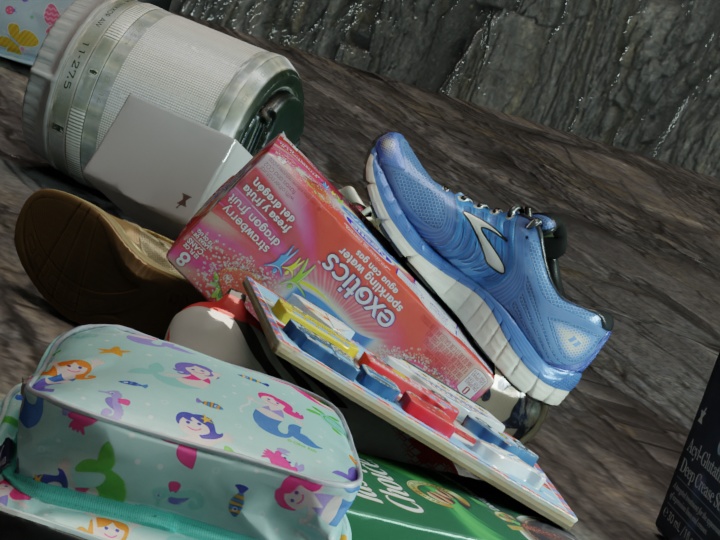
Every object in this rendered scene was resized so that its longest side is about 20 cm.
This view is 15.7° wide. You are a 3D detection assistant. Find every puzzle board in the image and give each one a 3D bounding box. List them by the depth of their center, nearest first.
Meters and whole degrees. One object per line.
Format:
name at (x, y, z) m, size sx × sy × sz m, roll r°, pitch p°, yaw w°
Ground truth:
puzzle board at (0.027, 0.069, 1.476) m, size 0.200 × 0.017 × 0.151 m, roll 32°, pitch 7°, yaw -15°

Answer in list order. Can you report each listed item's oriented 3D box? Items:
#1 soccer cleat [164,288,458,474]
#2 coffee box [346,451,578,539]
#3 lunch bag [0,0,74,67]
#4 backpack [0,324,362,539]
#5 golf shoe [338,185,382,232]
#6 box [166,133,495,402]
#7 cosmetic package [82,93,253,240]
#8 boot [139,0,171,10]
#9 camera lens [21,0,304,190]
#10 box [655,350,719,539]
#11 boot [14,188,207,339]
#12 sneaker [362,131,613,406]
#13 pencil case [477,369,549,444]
soccer cleat at (-0.032, 0.093, 1.507) m, size 0.200 × 0.069 × 0.085 m, roll 36°, pitch 52°, yaw -11°
coffee box at (0.024, 0.138, 1.405) m, size 0.199 × 0.044 × 0.123 m, roll 15°, pitch 11°, yaw -25°
lunch bag at (-0.352, -0.281, 2.720) m, size 0.199 × 0.128 × 0.170 m, roll 15°, pitch 7°, yaw 11°
backpack at (-0.085, 0.109, 1.086) m, size 0.177 × 0.151 × 0.200 m, roll 17°, pitch 5°, yaw -5°
golf shoe at (0.000, 0.000, 1.815) m, size 0.077 × 0.089 × 0.200 m, roll -15°, pitch 13°, yaw -8°
box at (-0.016, 0.021, 1.607) m, size 0.200 × 0.095 × 0.100 m, roll 45°, pitch 8°, yaw -5°
cosmetic package at (-0.103, -0.041, 1.862) m, size 0.101 × 0.071 × 0.200 m, roll 25°, pitch -10°, yaw 28°
boot at (-0.297, -0.304, 2.851) m, size 0.203 × 0.154 × 0.073 m, roll 19°, pitch 10°, yaw -3°
camera lens at (-0.157, -0.127, 2.150) m, size 0.199 × 0.161 × 0.160 m, roll 22°, pitch 10°, yaw 17°
box at (0.283, 0.107, 1.618) m, size 0.107 × 0.201 × 0.148 m, roll 17°, pitch 10°, yaw -15°
boot at (-0.119, 0.009, 1.736) m, size 0.199 × 0.073 × 0.155 m, roll 28°, pitch 13°, yaw 27°
sneaker at (0.081, -0.014, 1.613) m, size 0.200 × 0.089 × 0.079 m, roll 49°, pitch 8°, yaw 13°
pencil case at (0.079, 0.065, 1.776) m, size 0.077 × 0.090 × 0.200 m, roll 5°, pitch 12°, yaw -5°
